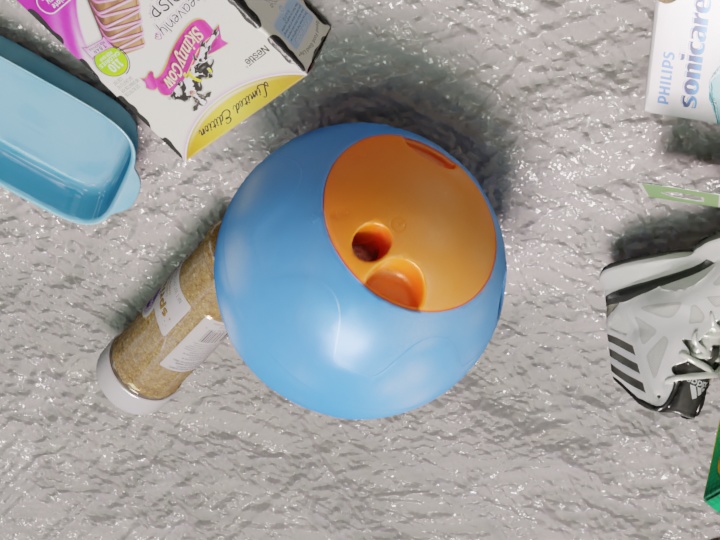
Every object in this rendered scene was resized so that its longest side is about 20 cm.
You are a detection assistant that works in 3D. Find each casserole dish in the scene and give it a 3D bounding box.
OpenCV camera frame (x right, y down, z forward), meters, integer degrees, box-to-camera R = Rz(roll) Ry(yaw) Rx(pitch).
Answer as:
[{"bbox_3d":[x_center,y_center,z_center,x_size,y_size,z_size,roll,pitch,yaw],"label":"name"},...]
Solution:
[{"bbox_3d":[-0.249,-0.113,1.328,0.199,0.039,0.121,28,134,-6],"label":"casserole dish"}]

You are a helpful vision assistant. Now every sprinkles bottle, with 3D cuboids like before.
[{"bbox_3d":[-0.136,0.039,1.400,0.068,0.068,0.200,35,133,-11],"label":"sprinkles bottle"}]

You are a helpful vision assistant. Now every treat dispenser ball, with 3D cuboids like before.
[{"bbox_3d":[0.000,0.000,1.217,0.200,0.201,0.202,11,133,12],"label":"treat dispenser ball"}]

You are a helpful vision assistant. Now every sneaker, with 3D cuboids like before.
[{"bbox_3d":[0.244,0.039,1.192,0.075,0.116,0.200,10,162,-36],"label":"sneaker"}]

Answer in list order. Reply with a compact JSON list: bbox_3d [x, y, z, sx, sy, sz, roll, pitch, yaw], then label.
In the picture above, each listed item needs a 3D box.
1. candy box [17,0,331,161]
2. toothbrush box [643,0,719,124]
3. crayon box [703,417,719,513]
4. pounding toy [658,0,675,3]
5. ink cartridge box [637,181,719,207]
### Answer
[{"bbox_3d":[-0.138,-0.185,1.203,0.200,0.061,0.136,43,131,-19],"label":"candy box"},{"bbox_3d":[0.275,-0.157,1.048,0.199,0.085,0.147,9,134,13],"label":"toothbrush box"},{"bbox_3d":[0.304,0.103,1.192,0.119,0.200,0.058,36,134,-13],"label":"crayon box"},{"bbox_3d":[0.075,-0.234,0.988,0.199,0.185,0.143,-10,126,28],"label":"pounding toy"},{"bbox_3d":[0.277,-0.053,1.107,0.199,0.146,0.048,12,91,11],"label":"ink cartridge box"}]
